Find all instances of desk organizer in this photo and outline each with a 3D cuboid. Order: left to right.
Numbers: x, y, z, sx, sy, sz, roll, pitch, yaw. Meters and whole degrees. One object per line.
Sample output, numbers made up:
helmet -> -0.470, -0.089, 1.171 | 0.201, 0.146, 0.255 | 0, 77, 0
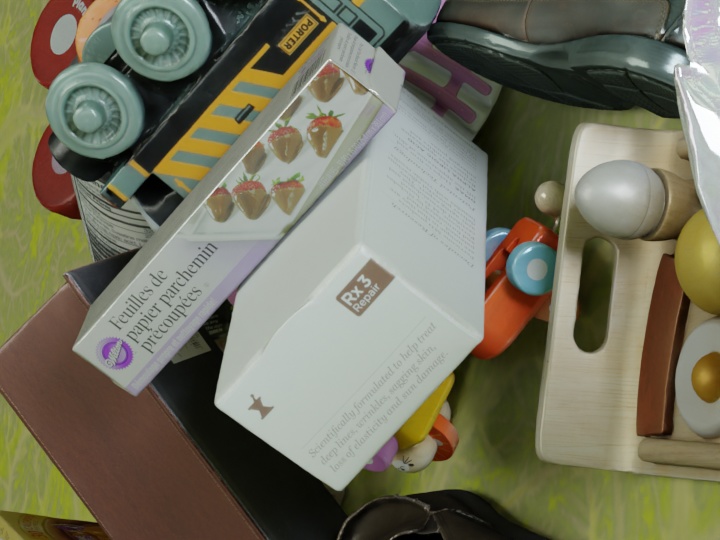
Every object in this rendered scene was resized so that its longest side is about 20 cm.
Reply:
desk organizer -> -0.090, 0.094, 1.302 | 0.077, 0.072, 0.200 | -42, 80, 28

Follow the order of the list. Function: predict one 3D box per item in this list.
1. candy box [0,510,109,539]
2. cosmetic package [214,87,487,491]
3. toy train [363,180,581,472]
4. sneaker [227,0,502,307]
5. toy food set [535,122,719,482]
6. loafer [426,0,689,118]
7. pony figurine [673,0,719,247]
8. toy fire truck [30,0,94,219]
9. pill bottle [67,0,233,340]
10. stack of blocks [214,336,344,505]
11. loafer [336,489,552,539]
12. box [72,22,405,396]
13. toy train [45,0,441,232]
candy box -> -0.129, 0.188, 1.454 | 0.200, 0.116, 0.057 | -159, 80, -66
cosmetic package -> 0.000, 0.000, 1.164 | 0.102, 0.074, 0.200 | -47, 16, 22
toy train -> 0.044, 0.030, 1.211 | 0.150, 0.056, 0.200 | -54, 13, -5
sneaker -> 0.005, -0.061, 1.301 | 0.200, 0.080, 0.088 | -54, -4, 26
toy food set -> 0.130, 0.008, 1.006 | 0.200, 0.060, 0.144 | 178, 101, -66
loafer -> 0.101, -0.106, 1.123 | 0.200, 0.072, 0.063 | 18, 82, 60
pony figurine -> 0.188, 0.003, 0.801 | 0.200, 0.166, 0.194 | -7, 82, 50
toy fire truck -> -0.096, -0.105, 1.519 | 0.168, 0.112, 0.200 | -30, 54, 38
pill bottle -> -0.097, -0.059, 1.354 | 0.200, 0.106, 0.106 | 84, 177, -54
stack of blocks -> -0.073, 0.094, 1.434 | 0.200, 0.058, 0.115 | -128, 52, -59
loafer -> 0.029, 0.133, 1.174 | 0.200, 0.071, 0.073 | 179, 100, -66
box -> -0.055, -0.025, 1.175 | 0.200, 0.039, 0.041 | -47, 14, 28
toy train -> -0.056, -0.097, 1.195 | 0.200, 0.114, 0.085 | -46, 9, 27
